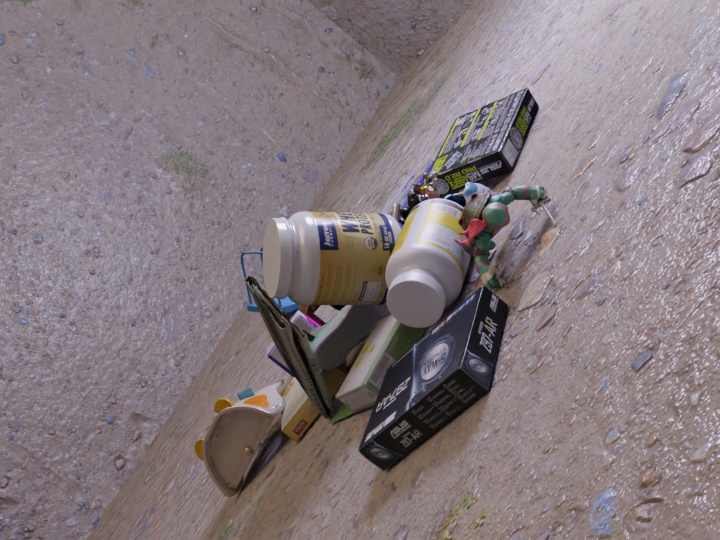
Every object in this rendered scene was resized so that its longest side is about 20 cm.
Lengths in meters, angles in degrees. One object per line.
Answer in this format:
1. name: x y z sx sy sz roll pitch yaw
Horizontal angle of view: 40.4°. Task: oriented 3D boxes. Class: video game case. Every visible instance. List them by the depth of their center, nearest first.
1. video game case: 0.084 -0.122 2.053 0.201 0.045 0.181 -56 9 -19

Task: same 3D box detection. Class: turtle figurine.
1. turtle figurine: 0.180 -0.062 1.289 0.150 0.100 0.200 -52 4 1

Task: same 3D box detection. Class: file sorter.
1. file sorter: -0.120 0.000 1.937 0.199 0.124 0.138 -18 10 -32

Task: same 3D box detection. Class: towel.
1. towel: -0.111 0.116 1.563 0.034 0.201 0.193 -29 34 -10

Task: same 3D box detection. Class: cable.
1. cable: 0.103 -0.053 1.547 0.097 0.050 0.202 -116 25 -76

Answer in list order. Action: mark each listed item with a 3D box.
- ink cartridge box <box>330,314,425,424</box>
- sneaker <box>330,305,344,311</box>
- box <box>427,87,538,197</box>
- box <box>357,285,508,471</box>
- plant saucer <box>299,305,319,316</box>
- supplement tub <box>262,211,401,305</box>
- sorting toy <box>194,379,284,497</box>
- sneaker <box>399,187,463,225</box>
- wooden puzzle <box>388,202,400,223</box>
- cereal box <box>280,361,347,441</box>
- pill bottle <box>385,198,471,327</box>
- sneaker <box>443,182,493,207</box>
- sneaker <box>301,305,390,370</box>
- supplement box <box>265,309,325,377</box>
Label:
1. ink cartridge box: 0.011 0.145 1.469 0.200 0.048 0.146 -32 24 58
2. sneaker: 0.000 0.000 1.656 0.099 0.070 0.200 -56 -1 -40
3. box: 0.211 -0.221 1.691 0.160 0.044 0.201 -19 30 38
4. box: 0.088 0.130 1.176 0.200 0.043 0.161 -45 12 36
5. plant saucer: -0.048 -0.010 1.708 0.201 0.032 0.200 -54 -7 -10
6. supplement tub: -0.043 -0.018 1.517 0.144 0.198 0.146 180 90 -71
7. sorting toy: -0.202 0.275 1.785 0.201 0.106 0.180 -61 -9 24
8. sneaker: 0.124 -0.120 1.762 0.200 0.082 0.077 -40 16 51
9. wooden puzzle: 0.028 -0.001 1.805 0.200 0.046 0.186 -48 26 48
10. cereal box: -0.084 0.203 1.714 0.144 0.039 0.200 -52 11 6
11. pill bottle: 0.099 -0.010 1.411 0.112 0.112 0.200 -45 13 37
12. sneaker: 0.147 -0.084 1.567 0.200 0.072 0.072 -41 17 54
13. sneaker: -0.020 0.083 1.642 0.200 0.074 0.118 -42 15 -17
14. supplement box: -0.117 0.138 1.910 0.104 0.101 0.200 -52 10 1
